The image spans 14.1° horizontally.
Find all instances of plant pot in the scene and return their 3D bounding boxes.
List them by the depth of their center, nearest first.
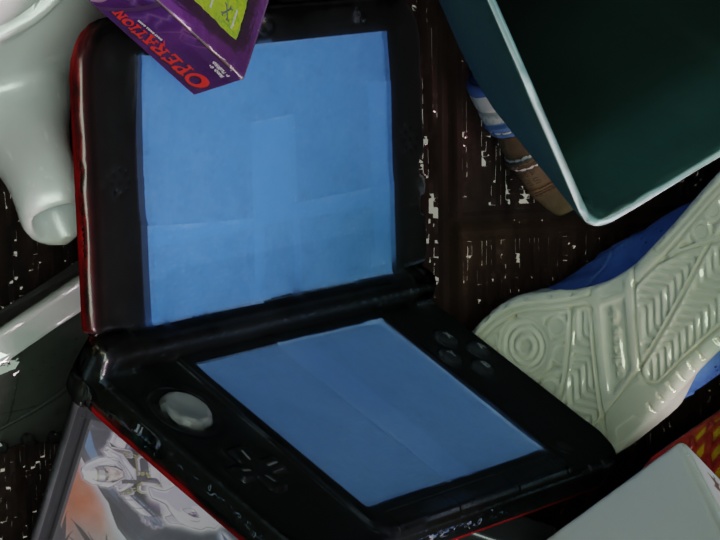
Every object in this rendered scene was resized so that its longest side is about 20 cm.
[{"bbox_3d":[0.077,-0.140,1.017,0.141,0.200,0.142,-30,119,-6],"label":"plant pot"}]

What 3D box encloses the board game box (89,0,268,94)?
[{"bbox_3d":[-0.061,-0.174,0.991,0.120,0.032,0.201,45,48,-38],"label":"board game box"}]

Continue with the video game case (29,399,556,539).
[{"bbox_3d":[-0.044,0.149,1.083,0.180,0.026,0.201,19,121,-2],"label":"video game case"}]

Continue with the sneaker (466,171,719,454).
[{"bbox_3d":[0.127,0.014,1.128,0.200,0.111,0.077,-41,73,29],"label":"sneaker"}]

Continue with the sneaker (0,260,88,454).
[{"bbox_3d":[-0.103,0.055,1.087,0.199,0.071,0.100,-33,101,-9],"label":"sneaker"}]

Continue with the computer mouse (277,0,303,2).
[{"bbox_3d":[-0.035,-0.194,1.076,0.058,0.034,0.201,-17,103,-8],"label":"computer mouse"}]

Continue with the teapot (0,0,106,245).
[{"bbox_3d":[-0.152,-0.142,1.002,0.199,0.146,0.198,25,94,-15],"label":"teapot"}]

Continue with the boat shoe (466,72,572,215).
[{"bbox_3d":[0.142,-0.088,1.121,0.199,0.072,0.073,-26,109,4],"label":"boat shoe"}]

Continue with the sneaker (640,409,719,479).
[{"bbox_3d":[0.178,0.070,1.162,0.199,0.077,0.073,-25,69,-20],"label":"sneaker"}]

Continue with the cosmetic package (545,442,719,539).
[{"bbox_3d":[0.071,0.164,1.027,0.200,0.071,0.101,-38,125,13],"label":"cosmetic package"}]

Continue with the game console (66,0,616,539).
[{"bbox_3d":[0.000,0.000,1.022,0.200,0.172,0.119,-12,133,-53],"label":"game console"}]
